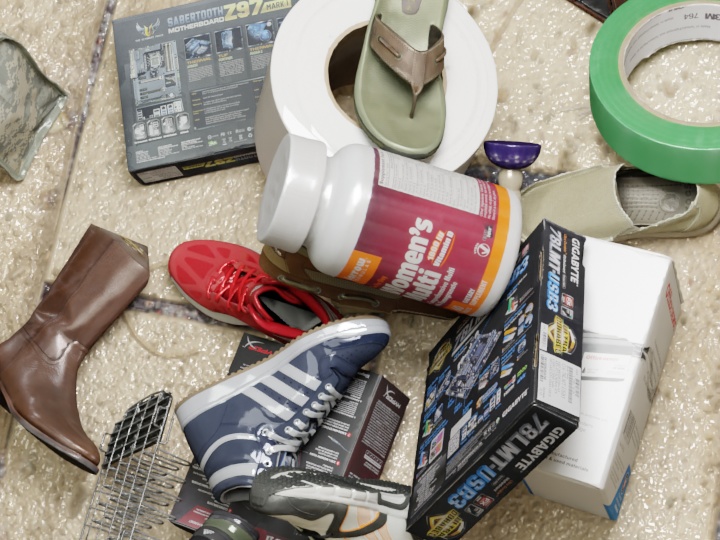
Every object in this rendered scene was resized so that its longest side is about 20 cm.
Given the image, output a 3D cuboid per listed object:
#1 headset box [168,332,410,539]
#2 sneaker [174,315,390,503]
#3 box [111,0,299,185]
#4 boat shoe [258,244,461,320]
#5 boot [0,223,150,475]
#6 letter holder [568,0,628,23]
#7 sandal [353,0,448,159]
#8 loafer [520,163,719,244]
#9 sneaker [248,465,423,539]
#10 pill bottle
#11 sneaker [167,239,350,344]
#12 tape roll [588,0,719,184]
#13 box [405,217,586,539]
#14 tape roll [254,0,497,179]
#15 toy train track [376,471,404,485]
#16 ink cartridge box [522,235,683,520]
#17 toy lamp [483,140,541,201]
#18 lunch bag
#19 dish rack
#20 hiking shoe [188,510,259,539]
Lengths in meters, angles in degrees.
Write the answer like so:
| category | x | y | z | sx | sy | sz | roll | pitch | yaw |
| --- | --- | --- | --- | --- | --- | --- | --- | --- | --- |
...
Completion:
| category | x | y | z | sx | sy | sz | roll | pitch | yaw |
| --- | --- | --- | --- | --- | --- | --- | --- | --- | --- |
| headset box | -0.065 | 0.173 | 1.665 | 0.147 | 0.075 | 0.202 | 15 | 76 | 28 |
| sneaker | -0.051 | 0.122 | 1.596 | 0.199 | 0.070 | 0.109 | -27 | 64 | 10 |
| box | -0.129 | -0.178 | 1.814 | 0.198 | 0.051 | 0.159 | -11 | 74 | 8 |
| boat shoe | 0.000 | 0.000 | 1.663 | 0.074 | 0.199 | 0.076 | -50 | 32 | 31 |
| boot | -0.242 | 0.065 | 1.750 | 0.186 | 0.064 | 0.200 | 35 | 80 | 32 |
| letter holder | 0.245 | -0.346 | 1.734 | 0.100 | 0.142 | 0.201 | 35 | 83 | 20 |
| sandal | 0.038 | -0.190 | 1.608 | 0.079 | 0.057 | 0.203 | 6 | 72 | -7 |
| loafer | 0.218 | -0.061 | 1.690 | 0.198 | 0.068 | 0.076 | -9 | 71 | 10 |
| sneaker | -0.012 | 0.208 | 1.562 | 0.073 | 0.199 | 0.081 | 17 | 90 | 49 |
| pill bottle | 0.023 | -0.039 | 1.554 | 0.198 | 0.110 | 0.111 | 16 | 75 | -13 |
| sneaker | -0.097 | 0.012 | 1.713 | 0.199 | 0.116 | 0.079 | 23 | 79 | 18 |
| tape roll | 0.300 | -0.168 | 1.682 | 0.198 | 0.048 | 0.202 | -4 | 53 | 5 |
| box | 0.110 | 0.092 | 1.547 | 0.049 | 0.200 | 0.200 | 26 | 43 | -15 |
| tape roll | 0.011 | -0.144 | 1.693 | 0.200 | 0.139 | 0.205 | 2 | 72 | -8 |
| toy train track | 0.062 | 0.251 | 1.639 | 0.115 | 0.032 | 0.200 | -43 | 58 | 10 |
| ink cartridge box | 0.200 | 0.091 | 1.605 | 0.083 | 0.145 | 0.202 | 16 | 76 | 17 |
| toy lamp | 0.129 | -0.011 | 1.671 | 0.058 | 0.058 | 0.202 | 6 | 99 | 14 |
| lunch bag | -0.391 | -0.186 | 1.798 | 0.163 | 0.200 | 0.118 | 25 | 79 | 18 |
| dish rack | -0.198 | 0.207 | 1.668 | 0.054 | 0.153 | 0.202 | 24 | 65 | -23 |
| hiking shoe | -0.130 | 0.305 | 1.601 | 0.075 | 0.100 | 0.202 | 10 | 115 | 34 |
